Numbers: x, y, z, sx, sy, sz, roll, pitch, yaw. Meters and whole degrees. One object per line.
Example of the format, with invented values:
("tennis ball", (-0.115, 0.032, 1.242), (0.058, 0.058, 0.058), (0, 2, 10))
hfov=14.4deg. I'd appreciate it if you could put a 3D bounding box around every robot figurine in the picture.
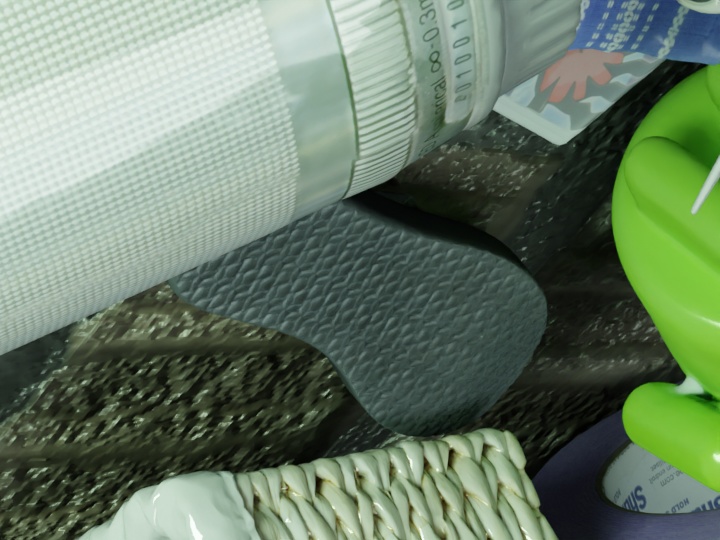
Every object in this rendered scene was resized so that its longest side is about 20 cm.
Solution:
("robot figurine", (0.159, -0.005, 1.021), (0.176, 0.116, 0.200), (-49, 152, -5))

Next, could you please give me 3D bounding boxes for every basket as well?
("basket", (-0.019, 0.177, 1.020), (0.161, 0.199, 0.200), (-13, 166, -38))

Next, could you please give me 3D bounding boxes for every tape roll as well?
("tape roll", (0.167, 0.092, 1.118), (0.200, 0.066, 0.200), (-19, -167, 4))

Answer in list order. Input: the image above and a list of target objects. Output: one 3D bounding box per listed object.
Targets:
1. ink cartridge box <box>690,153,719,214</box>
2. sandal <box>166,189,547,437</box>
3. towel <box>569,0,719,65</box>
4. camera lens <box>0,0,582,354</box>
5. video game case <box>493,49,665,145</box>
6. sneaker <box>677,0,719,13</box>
("ink cartridge box", (0.189, -0.088, 0.870), (0.200, 0.067, 0.117), (-48, 169, -35))
("sandal", (0.000, -0.001, 0.964), (0.076, 0.043, 0.200), (-44, 142, 8))
("towel", (0.069, -0.114, 0.811), (0.200, 0.024, 0.145), (-3, 140, -40))
("camera lens", (-0.071, -0.073, 0.639), (0.200, 0.160, 0.160), (-24, 151, -12))
("video game case", (0.079, -0.124, 0.851), (0.182, 0.023, 0.200), (-40, 151, 17))
("sneaker", (0.126, -0.162, 0.751), (0.200, 0.078, 0.090), (-64, 161, 7))
